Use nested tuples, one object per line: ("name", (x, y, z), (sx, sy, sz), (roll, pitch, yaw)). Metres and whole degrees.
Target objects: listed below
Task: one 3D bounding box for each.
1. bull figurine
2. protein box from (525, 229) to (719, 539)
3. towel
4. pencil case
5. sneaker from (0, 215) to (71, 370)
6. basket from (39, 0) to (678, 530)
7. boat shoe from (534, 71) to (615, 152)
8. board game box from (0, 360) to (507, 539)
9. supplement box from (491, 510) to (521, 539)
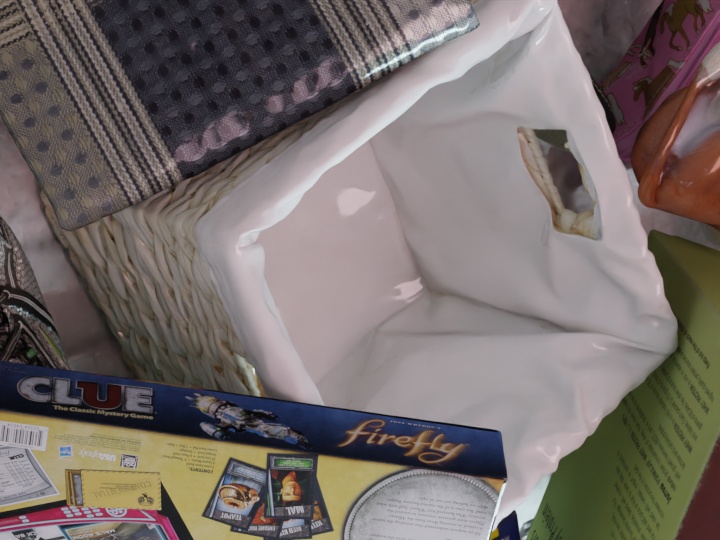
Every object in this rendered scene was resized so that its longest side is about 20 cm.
("bull figurine", (0.186, -0.059, 1.080), (0.122, 0.065, 0.200), (-53, 161, 13))
("protein box", (0.180, 0.118, 1.092), (0.134, 0.199, 0.201), (18, 104, -11))
("towel", (-0.080, -0.142, 0.926), (0.192, 0.035, 0.201), (-28, 88, -7))
("pencil case", (0.186, -0.131, 1.135), (0.082, 0.087, 0.200), (3, 138, -29))
("sneaker", (-0.137, 0.054, 0.962), (0.078, 0.085, 0.201), (-36, 119, -29))
("basket", (0.000, 0.000, 1.018), (0.200, 0.160, 0.199), (-41, 122, -28))
("boat shoe", (0.069, -0.130, 1.109), (0.068, 0.072, 0.200), (-54, 124, -18))
("board game box", (-0.054, 0.113, 0.923), (0.199, 0.035, 0.136), (9, 120, -6))
("supplement box", (-0.026, 0.184, 1.065), (0.199, 0.109, 0.109), (-24, 113, -34))
